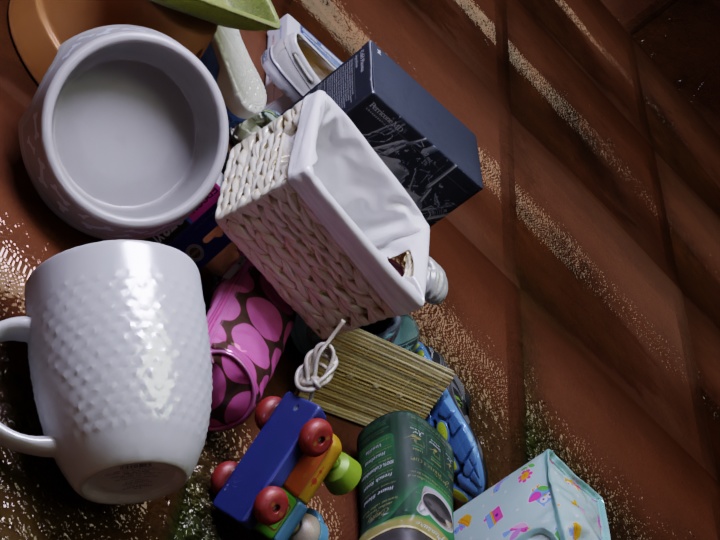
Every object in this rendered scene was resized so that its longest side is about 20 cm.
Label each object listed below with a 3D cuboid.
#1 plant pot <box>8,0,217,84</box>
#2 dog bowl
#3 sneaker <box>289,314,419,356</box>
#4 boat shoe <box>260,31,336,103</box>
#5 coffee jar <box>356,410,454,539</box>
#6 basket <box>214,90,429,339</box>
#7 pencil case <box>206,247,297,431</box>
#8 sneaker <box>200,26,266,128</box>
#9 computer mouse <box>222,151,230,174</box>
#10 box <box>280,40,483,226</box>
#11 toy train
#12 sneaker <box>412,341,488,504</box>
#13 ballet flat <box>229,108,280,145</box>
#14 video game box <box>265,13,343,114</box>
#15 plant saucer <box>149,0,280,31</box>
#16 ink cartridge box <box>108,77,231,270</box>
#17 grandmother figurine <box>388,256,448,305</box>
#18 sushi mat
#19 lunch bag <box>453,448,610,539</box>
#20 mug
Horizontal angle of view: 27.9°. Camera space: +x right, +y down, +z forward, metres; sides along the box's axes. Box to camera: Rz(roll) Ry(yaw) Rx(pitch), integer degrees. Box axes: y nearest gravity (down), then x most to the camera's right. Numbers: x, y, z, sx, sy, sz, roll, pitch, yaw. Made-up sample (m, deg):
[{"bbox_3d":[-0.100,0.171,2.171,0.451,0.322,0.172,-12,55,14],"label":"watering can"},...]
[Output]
[{"bbox_3d":[-0.240,-0.254,1.488,0.200,0.139,0.201,39,31,-29],"label":"plant pot"},{"bbox_3d":[-0.211,-0.128,1.333,0.200,0.201,0.059,45,-14,-18],"label":"dog bowl"},{"bbox_3d":[0.013,0.068,1.567,0.199,0.095,0.081,7,76,-52],"label":"sneaker"},{"bbox_3d":[-0.030,-0.215,1.775,0.200,0.069,0.071,43,32,-22],"label":"boat shoe"},{"bbox_3d":[0.046,0.243,1.440,0.104,0.085,0.201,43,27,-28],"label":"coffee jar"},{"bbox_3d":[-0.035,-0.047,1.409,0.200,0.122,0.137,49,30,-30],"label":"basket"},{"bbox_3d":[-0.119,0.062,1.381,0.201,0.089,0.095,-75,159,-60],"label":"pencil case"},{"bbox_3d":[-0.182,-0.249,1.604,0.076,0.110,0.202,-16,85,-55],"label":"sneaker"},{"bbox_3d":[-0.094,-0.052,1.626,0.201,0.034,0.059,50,0,-19],"label":"computer mouse"},{"bbox_3d":[0.014,-0.134,1.723,0.199,0.181,0.105,36,31,-31],"label":"box"},{"bbox_3d":[-0.036,0.159,1.312,0.084,0.201,0.116,19,-21,48],"label":"toy train"},{"bbox_3d":[0.103,0.168,1.641,0.082,0.071,0.201,13,44,-45],"label":"sneaker"},{"bbox_3d":[-0.106,-0.134,1.611,0.074,0.074,0.200,39,4,-27],"label":"ballet flat"},{"bbox_3d":[-0.041,-0.213,1.879,0.199,0.047,0.184,38,33,-30],"label":"video game box"},{"bbox_3d":[-0.188,-0.328,1.451,0.199,0.048,0.202,8,52,-55],"label":"plant saucer"},{"bbox_3d":[-0.198,-0.090,1.412,0.200,0.094,0.037,45,18,-19],"label":"ink cartridge box"},{"bbox_3d":[0.000,0.000,1.578,0.197,0.061,0.122,12,27,-8],"label":"grandmother figurine"},{"bbox_3d":[0.017,0.121,1.537,0.199,0.096,0.012,26,12,-45],"label":"sushi mat"},{"bbox_3d":[0.165,0.310,1.463,0.122,0.170,0.201,42,26,-24],"label":"lunch bag"},{"bbox_3d":[-0.214,0.088,1.152,0.197,0.148,0.177,1,60,-22],"label":"mug"}]
